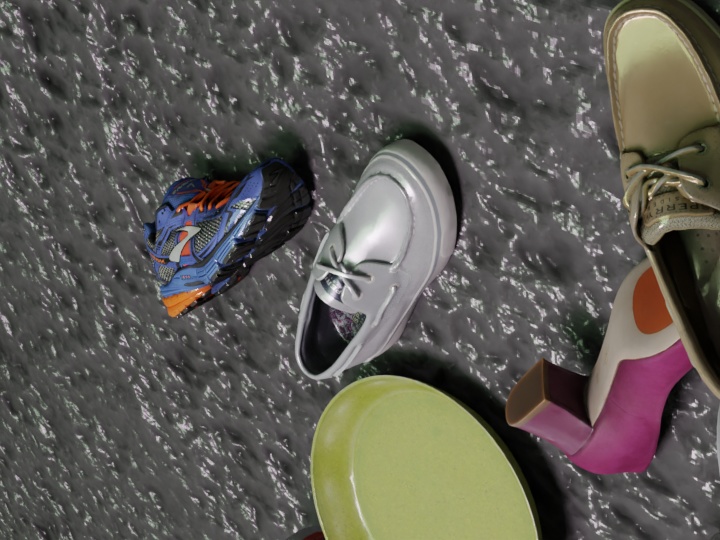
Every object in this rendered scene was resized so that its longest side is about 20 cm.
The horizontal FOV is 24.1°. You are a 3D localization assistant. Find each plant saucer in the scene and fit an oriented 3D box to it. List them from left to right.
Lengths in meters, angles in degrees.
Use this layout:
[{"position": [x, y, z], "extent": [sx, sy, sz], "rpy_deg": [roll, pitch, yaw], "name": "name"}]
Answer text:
[{"position": [0.048, 0.161, 1.131], "extent": [0.199, 0.031, 0.201], "rpy_deg": [20, 120, 38], "name": "plant saucer"}]

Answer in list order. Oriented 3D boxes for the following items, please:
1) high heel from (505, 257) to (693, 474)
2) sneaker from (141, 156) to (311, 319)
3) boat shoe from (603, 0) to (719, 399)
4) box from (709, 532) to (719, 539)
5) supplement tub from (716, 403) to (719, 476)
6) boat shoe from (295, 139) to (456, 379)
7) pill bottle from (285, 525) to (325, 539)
[{"position": [0.171, 0.049, 0.918], "extent": [0.096, 0.068, 0.200], "rpy_deg": [23, 143, -22], "name": "high heel"}, {"position": [-0.102, -0.031, 1.143], "extent": [0.079, 0.075, 0.200], "rpy_deg": [57, 145, 2], "name": "sneaker"}, {"position": [0.158, -0.035, 0.794], "extent": [0.072, 0.065, 0.201], "rpy_deg": [-17, 92, 35], "name": "boat shoe"}, {"position": [0.256, 0.195, 0.879], "extent": [0.125, 0.097, 0.200], "rpy_deg": [55, 146, 0], "name": "box"}, {"position": [0.262, 0.067, 0.687], "extent": [0.199, 0.145, 0.145], "rpy_deg": [-21, 102, 42], "name": "supplement tub"}, {"position": [0.000, 0.000, 1.046], "extent": [0.072, 0.068, 0.200], "rpy_deg": [46, 145, 12], "name": "boat shoe"}, {"position": [0.018, 0.278, 1.226], "extent": [0.199, 0.112, 0.113], "rpy_deg": [27, 138, 35], "name": "pill bottle"}]
